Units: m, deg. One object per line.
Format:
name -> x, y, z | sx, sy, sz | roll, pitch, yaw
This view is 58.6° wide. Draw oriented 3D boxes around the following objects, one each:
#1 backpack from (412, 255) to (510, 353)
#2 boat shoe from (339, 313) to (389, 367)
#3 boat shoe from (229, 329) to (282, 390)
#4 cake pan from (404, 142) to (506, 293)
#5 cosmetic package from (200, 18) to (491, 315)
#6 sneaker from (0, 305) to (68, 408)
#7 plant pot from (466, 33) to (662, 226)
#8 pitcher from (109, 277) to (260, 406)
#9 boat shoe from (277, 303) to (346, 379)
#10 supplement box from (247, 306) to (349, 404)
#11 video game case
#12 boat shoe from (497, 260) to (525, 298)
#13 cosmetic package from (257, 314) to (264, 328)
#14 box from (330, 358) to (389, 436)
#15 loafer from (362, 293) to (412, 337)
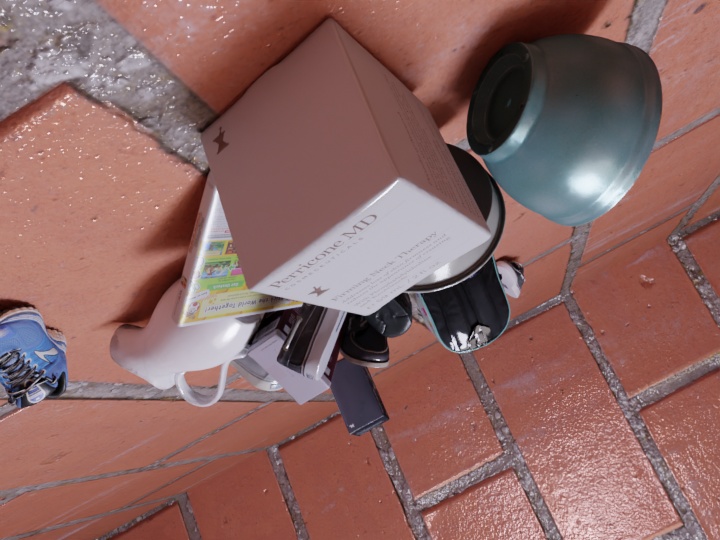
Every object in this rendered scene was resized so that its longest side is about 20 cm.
backpack -> 0.193, 0.051, 1.250 | 0.173, 0.204, 0.153 | -25, 180, -6
boat shoe -> 0.005, 0.082, 0.942 | 0.071, 0.064, 0.200 | 8, -166, -8
boat shoe -> -0.175, 0.099, 0.945 | 0.069, 0.199, 0.073 | -9, 120, -49
cake pan -> 0.067, -0.071, 0.736 | 0.196, 0.203, 0.037 | -25, 146, -3
cosmetic package -> -0.010, -0.078, 0.599 | 0.166, 0.169, 0.198 | -33, 155, 23
sneaker -> -0.387, 0.105, 0.745 | 0.077, 0.091, 0.201 | -24, 163, -8
plant pot -> 0.198, -0.164, 0.691 | 0.131, 0.205, 0.201 | 13, 147, -21
pitcher -> -0.212, 0.096, 0.862 | 0.198, 0.172, 0.123 | -32, -153, 26
boat shoe -> -0.045, 0.026, 0.786 | 0.072, 0.066, 0.204 | 62, 48, -78
supplement box -> -0.078, 0.074, 0.904 | 0.060, 0.109, 0.202 | -32, -158, 28
video game case -> -0.112, -0.028, 0.747 | 0.197, 0.023, 0.185 | -8, 128, -48
boat shoe -> 0.389, 0.007, 1.652 | 0.069, 0.071, 0.200 | -58, 148, -7
cosmetic package -> -0.133, 0.103, 1.091 | 0.072, 0.105, 0.200 | -29, 164, 12
box -> -0.009, 0.369, 1.887 | 0.115, 0.200, 0.200 | -26, 163, 1
loafer -> 0.000, 0.000, 0.884 | 0.072, 0.201, 0.073 | -30, -163, 25
